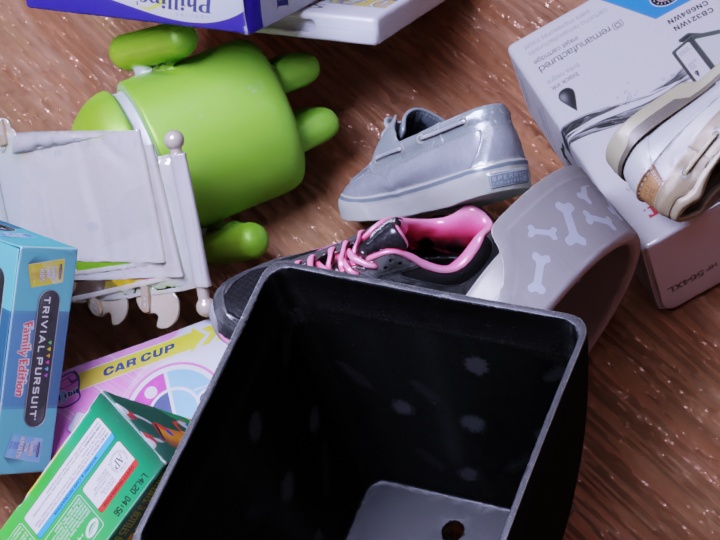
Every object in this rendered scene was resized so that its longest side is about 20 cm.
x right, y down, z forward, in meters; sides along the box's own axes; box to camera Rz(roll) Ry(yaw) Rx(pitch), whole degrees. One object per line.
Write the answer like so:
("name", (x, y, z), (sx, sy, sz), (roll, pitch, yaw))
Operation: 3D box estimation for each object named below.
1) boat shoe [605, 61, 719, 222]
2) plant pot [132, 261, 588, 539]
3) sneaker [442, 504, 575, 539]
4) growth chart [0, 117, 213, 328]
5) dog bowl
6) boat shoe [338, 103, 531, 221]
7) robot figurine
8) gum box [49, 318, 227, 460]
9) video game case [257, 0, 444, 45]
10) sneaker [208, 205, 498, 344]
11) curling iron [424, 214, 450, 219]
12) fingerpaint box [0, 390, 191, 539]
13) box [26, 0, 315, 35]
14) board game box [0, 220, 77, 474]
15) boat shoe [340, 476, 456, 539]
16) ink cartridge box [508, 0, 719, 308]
("boat shoe", (0.252, -0.104, 1.282), (0.200, 0.075, 0.069), (-37, 62, 0))
("plant pot", (0.020, 0.139, 1.159), (0.198, 0.178, 0.201), (10, 58, 24))
("sneaker", (0.114, 0.205, 1.232), (0.199, 0.078, 0.141), (14, 66, 25))
("growth chart", (-0.187, -0.035, 1.402), (0.199, 0.146, 0.018), (6, 18, 29))
("dog bowl", (0.101, 0.034, 1.277), (0.059, 0.200, 0.200), (36, 75, 17))
("boat shoe", (0.047, -0.074, 1.377), (0.070, 0.200, 0.072), (-7, 88, -30))
("robot figurine", (-0.118, -0.091, 1.457), (0.199, 0.177, 0.116), (-22, 13, -13))
("gum box", (-0.117, 0.106, 1.378), (0.199, 0.066, 0.114), (-20, 57, 5))
("video game case", (-0.029, -0.209, 1.499), (0.181, 0.023, 0.200), (9, 24, 23))
("sneaker", (0.000, 0.000, 1.315), (0.198, 0.096, 0.079), (-11, 55, -11))
("curling iron", (0.022, 0.028, 1.368), (0.049, 0.026, 0.200), (9, 43, 30))
("fingerpaint box", (-0.144, 0.187, 1.242), (0.073, 0.167, 0.200), (42, 99, 34))
("box", (-0.110, -0.248, 1.436), (0.183, 0.106, 0.200), (10, 26, 26))
("board game box", (-0.273, 0.039, 1.404), (0.199, 0.047, 0.152), (18, 103, 48))
("boat shoe", (-0.010, 0.193, 1.288), (0.062, 0.075, 0.200), (22, 65, 35))
("ink cartridge box", (0.211, -0.097, 1.380), (0.145, 0.084, 0.201), (-29, 54, -1))
